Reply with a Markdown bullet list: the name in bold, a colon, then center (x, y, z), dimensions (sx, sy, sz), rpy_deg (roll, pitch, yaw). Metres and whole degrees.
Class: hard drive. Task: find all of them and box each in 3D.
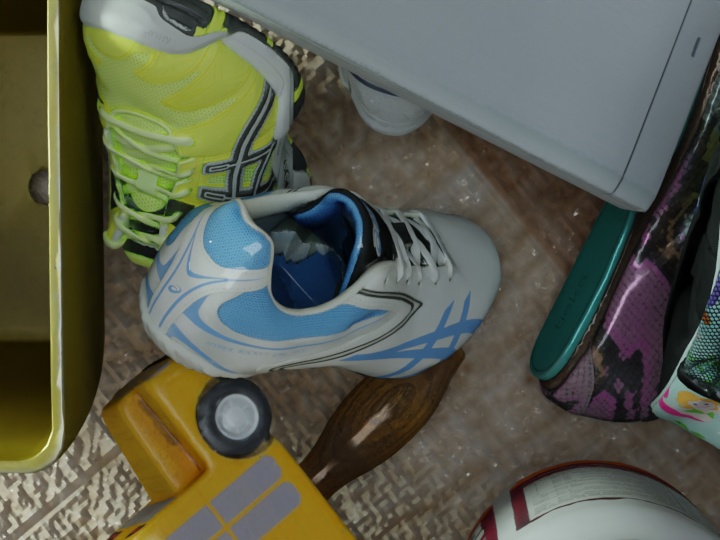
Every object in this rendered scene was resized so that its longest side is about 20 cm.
- **hard drive**: center (0.051, -0.120, 0.809), dimensions (0.199, 0.027, 0.133), rpy_deg (24, 85, -28)

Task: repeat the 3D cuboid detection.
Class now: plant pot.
- **plant pot**: center (-0.187, -0.032, 0.852), dimensions (0.198, 0.176, 0.202), rpy_deg (0, 91, 9)

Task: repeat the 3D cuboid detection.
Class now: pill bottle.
- **pill bottle**: center (0.086, 0.130, 0.766), dimensions (0.109, 0.200, 0.110), rpy_deg (0, 92, 2)

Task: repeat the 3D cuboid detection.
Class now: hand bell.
- **hand bell**: center (-0.030, 0.100, 0.912), dimensions (0.200, 0.104, 0.104), rpy_deg (-44, 90, -9)

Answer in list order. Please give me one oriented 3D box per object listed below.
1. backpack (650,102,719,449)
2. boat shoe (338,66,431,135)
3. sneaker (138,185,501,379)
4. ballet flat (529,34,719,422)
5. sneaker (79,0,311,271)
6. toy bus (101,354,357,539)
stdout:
- **backpack**: center (0.188, -0.009, 0.798), dimensions (0.150, 0.200, 0.178), rpy_deg (30, 64, 6)
- **boat shoe**: center (0.017, -0.144, 0.900), dimensions (0.074, 0.086, 0.203), rpy_deg (1, 62, -5)
- **sneaker**: center (0.000, 0.000, 0.848), dimensions (0.072, 0.199, 0.072), rpy_deg (-41, 70, 32)
- **ballet flat**: center (0.134, -0.031, 0.908), dimensions (0.071, 0.069, 0.201), rpy_deg (18, 96, -17)
- **sneaker**: center (-0.064, -0.041, 0.838), dimensions (0.075, 0.200, 0.077), rpy_deg (20, 71, 19)
- **toy bus**: center (-0.032, 0.127, 0.840), dimensions (0.078, 0.065, 0.200), rpy_deg (-40, 95, -21)
